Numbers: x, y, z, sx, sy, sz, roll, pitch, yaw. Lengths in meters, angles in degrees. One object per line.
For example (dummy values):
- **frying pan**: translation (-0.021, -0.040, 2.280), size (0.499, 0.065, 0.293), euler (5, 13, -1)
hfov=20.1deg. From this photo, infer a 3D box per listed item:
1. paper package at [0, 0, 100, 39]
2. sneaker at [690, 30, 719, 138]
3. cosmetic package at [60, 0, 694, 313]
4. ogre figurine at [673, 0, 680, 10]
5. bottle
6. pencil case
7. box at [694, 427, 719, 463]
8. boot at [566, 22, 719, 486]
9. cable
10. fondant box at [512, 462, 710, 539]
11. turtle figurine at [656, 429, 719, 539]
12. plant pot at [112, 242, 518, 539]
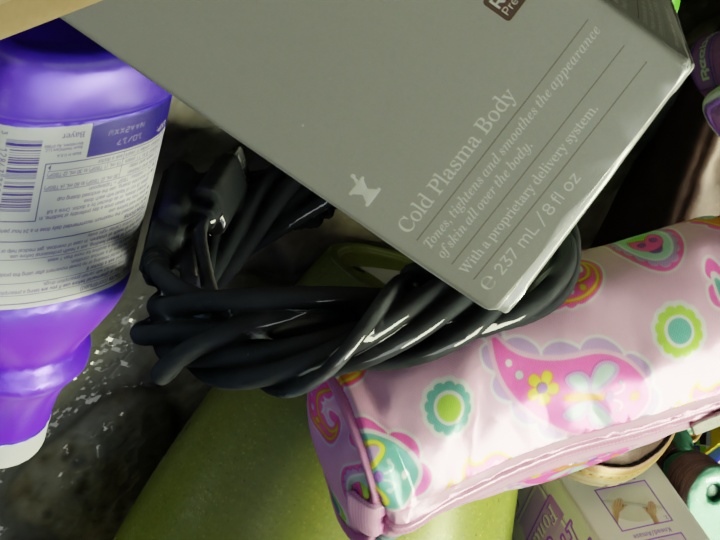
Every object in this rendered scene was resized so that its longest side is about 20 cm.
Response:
- **paper package**: translation (-0.153, -0.131, 0.452), size (0.190, 0.200, 0.104), euler (-25, 144, -19)
- **sneaker**: translation (0.162, -0.089, 0.764), size (0.073, 0.114, 0.201), euler (-60, 139, -23)
- **cosmetic package**: translation (-0.007, -0.092, 0.633), size (0.199, 0.090, 0.107), euler (31, 112, -13)
- **ogre figurine**: translation (0.048, -0.107, 0.746), size (0.199, 0.098, 0.120), euler (-30, 140, -15)
- **bottle**: translation (-0.121, -0.013, 0.731), size (0.083, 0.065, 0.201), euler (-12, 138, -31)
- **pencil case**: translation (0.077, 0.040, 0.782), size (0.199, 0.088, 0.088), euler (-16, 140, -15)
- **box**: translation (0.203, 0.073, 1.114), size (0.200, 0.064, 0.070), euler (-36, 145, -3)
- **boot**: translation (0.132, -0.020, 0.887), size (0.200, 0.072, 0.167), euler (-58, 165, -52)
- **cable**: translation (0.000, 0.000, 0.729), size (0.162, 0.200, 0.051), euler (0, 110, -2)
- **fondant box**: translation (0.080, 0.126, 0.946), size (0.058, 0.200, 0.145), euler (-7, 135, -30)
- **turtle figurine**: translation (0.147, 0.077, 0.993), size (0.150, 0.200, 0.101), euler (-41, 112, -9)
- **plant pot**: translation (-0.007, 0.097, 0.884), size (0.186, 0.187, 0.201), euler (8, 108, -46)
